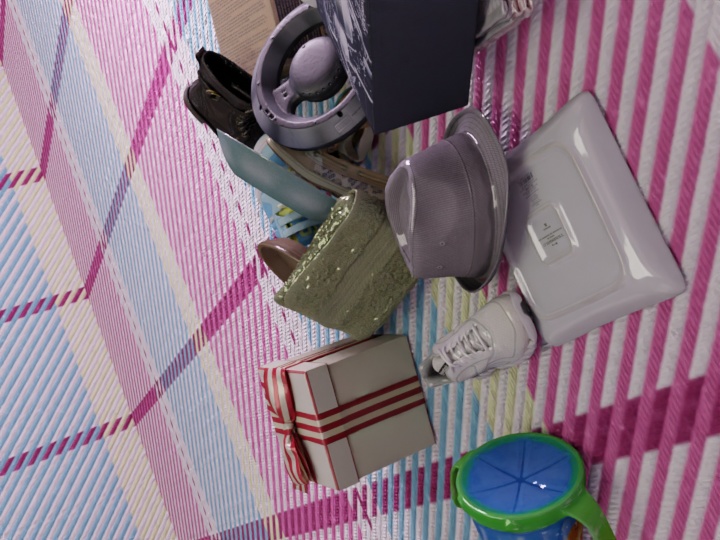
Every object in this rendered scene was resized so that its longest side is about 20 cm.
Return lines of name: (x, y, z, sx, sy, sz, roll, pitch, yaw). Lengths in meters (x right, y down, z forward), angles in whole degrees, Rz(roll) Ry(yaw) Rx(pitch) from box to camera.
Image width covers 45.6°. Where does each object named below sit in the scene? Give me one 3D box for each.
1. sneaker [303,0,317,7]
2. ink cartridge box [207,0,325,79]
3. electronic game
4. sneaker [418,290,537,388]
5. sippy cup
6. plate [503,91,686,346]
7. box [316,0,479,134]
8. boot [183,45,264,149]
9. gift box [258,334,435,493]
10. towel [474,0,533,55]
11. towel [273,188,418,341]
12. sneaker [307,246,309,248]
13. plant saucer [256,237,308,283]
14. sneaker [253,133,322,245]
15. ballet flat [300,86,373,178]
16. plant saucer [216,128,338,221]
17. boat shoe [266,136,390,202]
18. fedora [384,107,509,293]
sneaker: (-0.002, -0.367, 0.919, 0.081, 0.075, 0.200, 39, 131, 22)
ink cartridge box: (-0.132, -0.344, 1.166, 0.200, 0.075, 0.165, 3, 107, 61)
electronic game: (-0.047, -0.236, 1.012, 0.200, 0.042, 0.201, -10, 71, 29)
sneaker: (0.126, 0.085, 0.938, 0.075, 0.081, 0.200, 65, 155, 17)
sippy cup: (0.181, 0.267, 0.921, 0.178, 0.139, 0.131, -111, 5, -65)
plate: (0.191, -0.038, 0.821, 0.200, 0.032, 0.200, -40, 70, 60)
box: (0.026, -0.266, 0.794, 0.200, 0.104, 0.182, 84, 165, -61)
boot: (-0.163, -0.219, 1.195, 0.200, 0.069, 0.174, 36, 165, -17)
gift box: (-0.035, 0.198, 1.186, 0.200, 0.186, 0.185, -18, 89, 60)
towel: (0.088, -0.299, 0.785, 0.200, 0.032, 0.192, -171, 64, -81)
towel: (0.000, 0.000, 1.029, 0.200, 0.148, 0.037, -53, 27, 33)
sneaker: (-0.020, -0.005, 1.170, 0.200, 0.077, 0.085, 11, 129, 63)
plant saucer: (-0.056, 0.020, 1.176, 0.200, 0.029, 0.200, 35, 165, 11)
sneaker: (-0.095, -0.110, 1.222, 0.131, 0.079, 0.200, 63, 165, 20)
ballet flat: (-0.027, -0.152, 1.105, 0.063, 0.069, 0.200, 50, 148, 11)
plant saucer: (-0.097, -0.105, 1.052, 0.201, 0.201, 0.039, 35, 95, 48)
boat shoe: (-0.021, -0.122, 1.044, 0.200, 0.073, 0.063, 32, 100, 5)
fedora: (0.080, -0.065, 0.891, 0.200, 0.090, 0.177, 96, 160, -53)
